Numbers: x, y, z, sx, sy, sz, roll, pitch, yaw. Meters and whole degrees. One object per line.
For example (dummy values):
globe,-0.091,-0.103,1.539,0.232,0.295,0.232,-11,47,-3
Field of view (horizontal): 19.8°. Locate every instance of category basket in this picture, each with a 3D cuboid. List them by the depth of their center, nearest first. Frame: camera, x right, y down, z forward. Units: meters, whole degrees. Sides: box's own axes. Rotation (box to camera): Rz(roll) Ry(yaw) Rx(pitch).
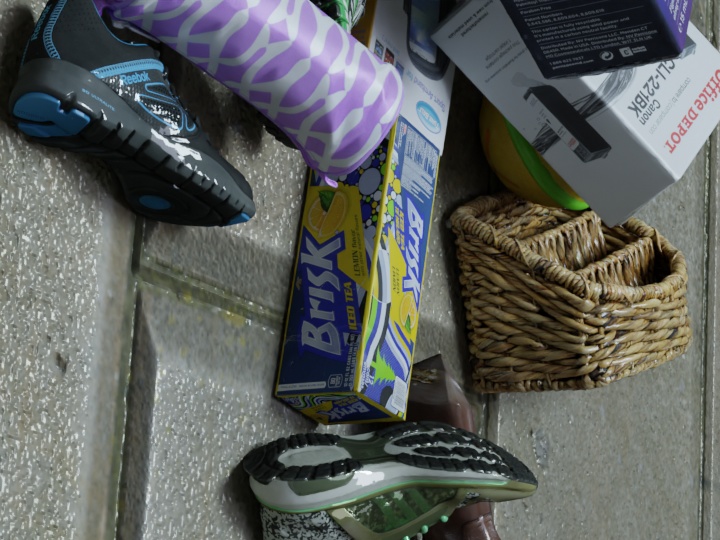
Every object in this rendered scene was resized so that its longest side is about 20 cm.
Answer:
basket,0.177,0.003,1.620,0.200,0.142,0.150,-18,102,-58

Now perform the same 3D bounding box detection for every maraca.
maraca,0.157,-0.119,1.642,0.138,0.106,0.200,65,26,-8

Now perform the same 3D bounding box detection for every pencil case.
pencil case,-0.066,-0.137,1.245,0.200,0.084,0.086,34,88,-26

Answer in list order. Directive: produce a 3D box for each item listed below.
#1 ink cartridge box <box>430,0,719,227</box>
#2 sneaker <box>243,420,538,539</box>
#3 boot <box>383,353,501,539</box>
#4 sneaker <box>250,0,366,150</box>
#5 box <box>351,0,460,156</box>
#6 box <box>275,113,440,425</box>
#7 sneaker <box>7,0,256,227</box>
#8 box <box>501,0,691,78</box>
ink cartridge box,0.171,-0.155,1.528,0.200,0.084,0.144,46,47,-7
sneaker,0.018,0.154,1.351,0.077,0.198,0.089,-123,-144,-62
boot,0.082,0.163,1.420,0.064,0.186,0.201,-19,107,-34
sneaker,-0.023,-0.172,1.377,0.085,0.078,0.201,34,56,-53
box,0.028,-0.175,1.499,0.119,0.041,0.201,39,52,-50
box,0.000,0.000,1.397,0.064,0.070,0.201,35,56,-49
sneaker,-0.121,-0.088,1.208,0.200,0.073,0.082,40,51,-51
box,0.142,-0.251,1.371,0.200,0.104,0.149,53,40,-42
